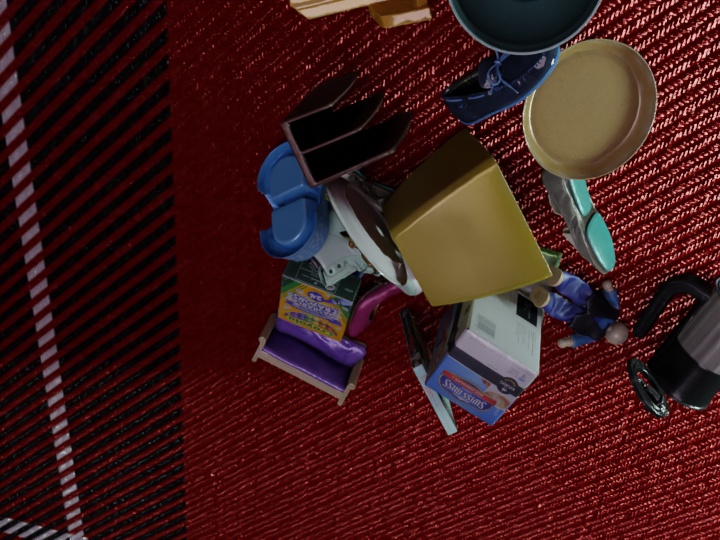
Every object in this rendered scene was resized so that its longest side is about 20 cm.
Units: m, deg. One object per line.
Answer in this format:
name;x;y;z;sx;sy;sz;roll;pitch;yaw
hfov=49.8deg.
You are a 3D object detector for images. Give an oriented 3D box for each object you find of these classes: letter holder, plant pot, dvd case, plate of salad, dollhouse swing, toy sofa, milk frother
letter holder;-0.010;-0.221;1.125;0.141;0.200;0.101;-18;112;20
plant pot;0.216;-0.399;1.004;0.198;0.135;0.202;7;122;11
dvd case;0.115;0.169;1.334;0.022;0.200;0.147;-25;114;6
plate of salad;0.003;-0.057;1.149;0.048;0.200;0.201;-34;108;16
dollhouse swing;-0.022;-0.427;1.036;0.174;0.182;0.202;-15;118;-1
toy sofa;-0.093;0.155;1.445;0.199;0.083;0.098;28;124;-4
milk frother;0.524;0.124;1.206;0.179;0.200;0.189;27;123;1
plant pot;0.142;-0.064;1.157;0.175;0.200;0.201;-29;111;7
plant pot;0.325;-0.230;1.112;0.198;0.028;0.202;-3;116;-6

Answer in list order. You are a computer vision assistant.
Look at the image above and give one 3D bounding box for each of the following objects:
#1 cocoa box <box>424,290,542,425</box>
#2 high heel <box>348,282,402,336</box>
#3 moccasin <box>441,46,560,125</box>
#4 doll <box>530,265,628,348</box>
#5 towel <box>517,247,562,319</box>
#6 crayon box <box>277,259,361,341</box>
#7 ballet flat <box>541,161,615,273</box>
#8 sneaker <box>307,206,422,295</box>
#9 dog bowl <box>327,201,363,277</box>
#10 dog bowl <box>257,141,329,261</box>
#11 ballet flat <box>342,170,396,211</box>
cocoa box;0.201;0.119;1.249;0.133;0.200;0.132;32;122;-4
high heel;0.051;0.055;1.355;0.096;0.067;0.201;32;120;6
moccasin;0.189;-0.265;1.090;0.068;0.081;0.199;32;144;-23
doll;0.367;0.071;1.278;0.199;0.048;0.137;28;99;-27
towel;0.248;0.042;1.324;0.148;0.031;0.202;12;122;6
crayon box;-0.075;0.056;1.346;0.125;0.052;0.200;21;152;2
ballet flat;0.340;-0.083;1.217;0.063;0.067;0.201;-3;123;48
sneaker;0.000;0.000;1.245;0.200;0.118;0.074;41;166;-6
dog bowl;-0.059;-0.058;1.319;0.111;0.050;0.200;-34;108;28
dog bowl;-0.103;-0.105;1.218;0.111;0.202;0.049;-21;150;27
ballet flat;0.001;-0.126;1.255;0.199;0.068;0.076;31;88;-8
